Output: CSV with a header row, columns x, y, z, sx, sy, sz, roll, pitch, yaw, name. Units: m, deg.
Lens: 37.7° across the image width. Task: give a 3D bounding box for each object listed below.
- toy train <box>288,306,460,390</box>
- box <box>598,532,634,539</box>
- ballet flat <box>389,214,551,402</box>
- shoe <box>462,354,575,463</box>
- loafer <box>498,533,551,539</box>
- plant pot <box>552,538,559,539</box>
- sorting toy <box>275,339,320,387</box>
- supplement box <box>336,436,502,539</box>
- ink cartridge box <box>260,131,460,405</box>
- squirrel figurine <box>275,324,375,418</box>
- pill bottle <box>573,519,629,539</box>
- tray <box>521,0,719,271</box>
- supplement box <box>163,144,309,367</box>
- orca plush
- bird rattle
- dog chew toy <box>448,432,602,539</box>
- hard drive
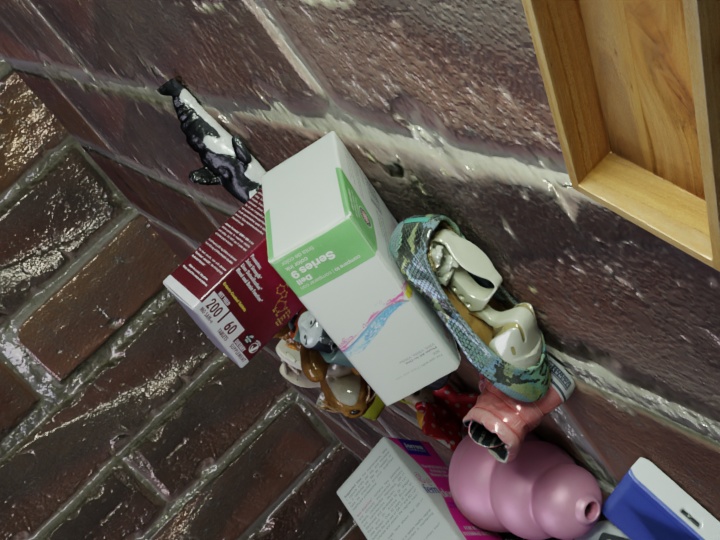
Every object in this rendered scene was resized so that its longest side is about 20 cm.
x,y,z,sx,sy,sz,roll,pitch,yaw,name
0.012,0.065,1.119,0.199,0.086,0.114,17,-163,-31,toy train
0.299,0.324,0.933,0.132,0.115,0.200,35,164,-20,box
0.105,0.032,0.883,0.200,0.074,0.074,45,169,-13,ballet flat
0.135,0.131,1.027,0.071,0.091,0.200,46,168,0,shoe
0.199,0.333,1.277,0.073,0.201,0.071,17,170,10,loafer
0.218,0.354,1.364,0.200,0.200,0.028,44,126,11,plant pot
-0.044,0.167,1.787,0.180,0.107,0.200,37,167,7,sorting toy
0.078,0.305,1.244,0.101,0.104,0.200,16,-153,-51,supplement box
0.000,0.000,0.950,0.200,0.087,0.146,51,-165,-33,ink cartridge box
-0.034,0.082,1.316,0.200,0.141,0.188,-120,7,-60,squirrel figurine
0.278,0.352,1.218,0.112,0.112,0.200,43,168,13,pill bottle
0.125,-0.089,0.467,0.098,0.037,0.200,37,166,38,tray
-0.084,-0.014,1.041,0.061,0.200,0.109,33,163,41,supplement box
-0.185,-0.140,1.291,0.200,0.071,0.105,50,168,-19,orca plush
0.102,0.177,1.382,0.199,0.113,0.163,17,163,42,bird rattle
0.187,0.240,1.164,0.125,0.125,0.200,51,159,-24,dog chew toy
0.301,0.253,1.018,0.132,0.025,0.200,42,167,19,hard drive
